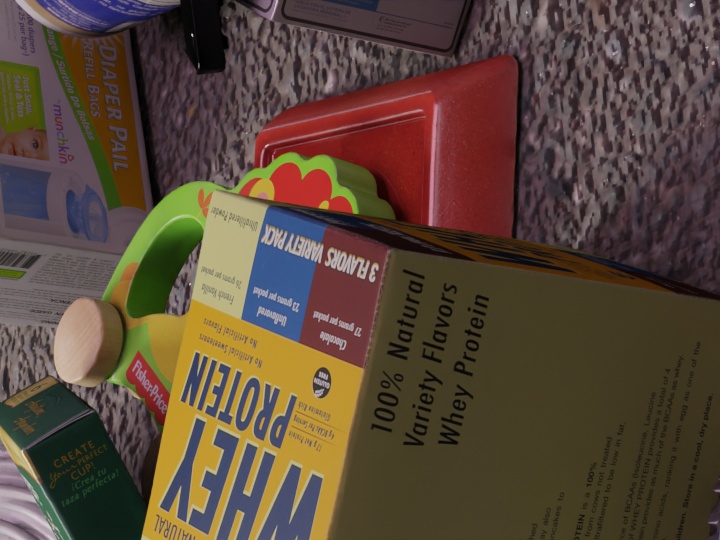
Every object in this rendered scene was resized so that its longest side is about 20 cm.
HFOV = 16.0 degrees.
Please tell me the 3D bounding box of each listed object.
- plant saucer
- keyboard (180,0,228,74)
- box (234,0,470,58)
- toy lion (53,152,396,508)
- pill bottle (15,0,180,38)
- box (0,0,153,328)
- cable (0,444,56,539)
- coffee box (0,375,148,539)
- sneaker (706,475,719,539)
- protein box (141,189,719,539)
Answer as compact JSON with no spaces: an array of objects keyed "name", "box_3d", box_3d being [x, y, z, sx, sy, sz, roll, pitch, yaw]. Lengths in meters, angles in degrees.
[{"name":"plant saucer","box_3d":[0.000,0.000,1.286,0.200,0.037,0.200,-9,76,54]},{"name":"keyboard","box_3d":[-0.071,-0.189,1.205,0.104,0.040,0.201,-118,21,-69]},{"name":"box","box_3d":[0.015,-0.214,1.241,0.060,0.116,0.200,33,109,52]},{"name":"toy lion","box_3d":[-0.058,0.020,1.288,0.192,0.069,0.200,-61,40,16]},{"name":"pill bottle","box_3d":[-0.109,-0.207,1.409,0.200,0.119,0.120,-16,70,52]},{"name":"box","box_3d":[-0.200,-0.079,1.512,0.101,0.112,0.200,-39,53,45]},{"name":"cable","box_3d":[-0.200,0.196,1.406,0.199,0.069,0.201,-12,84,7]},{"name":"coffee box","box_3d":[-0.118,0.154,1.293,0.200,0.044,0.123,64,169,-14]},{"name":"sneaker","box_3d":[0.182,0.162,0.985,0.072,0.072,0.200,-22,53,13]},{"name":"protein box","box_3d":[0.033,0.085,1.080,0.135,0.200,0.199,19,99,54]}]
